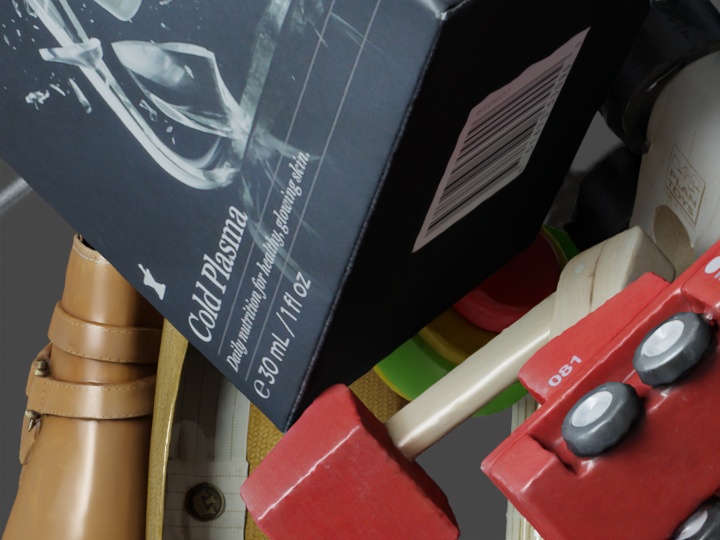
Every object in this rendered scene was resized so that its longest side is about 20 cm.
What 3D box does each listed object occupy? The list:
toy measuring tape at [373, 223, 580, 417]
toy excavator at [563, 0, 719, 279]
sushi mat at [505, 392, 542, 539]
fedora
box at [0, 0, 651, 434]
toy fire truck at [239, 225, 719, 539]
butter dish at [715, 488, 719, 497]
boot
[{"bbox_3d":[0.000,0.000,0.818,0.074,0.199,0.074,-161,90,-76],"label":"toy measuring tape"},{"bbox_3d":[0.175,-0.061,0.759,0.100,0.199,0.195,55,157,32],"label":"toy excavator"},{"bbox_3d":[0.088,0.083,0.850,0.095,0.012,0.201,-4,79,41],"label":"sushi mat"},{"bbox_3d":[-0.024,0.075,0.877,0.081,0.201,0.202,3,81,4],"label":"fedora"},{"bbox_3d":[-0.030,-0.098,0.717,0.197,0.124,0.200,44,147,16],"label":"box"},{"bbox_3d":[0.067,0.025,0.673,0.200,0.049,0.141,-43,20,-3],"label":"toy fire truck"},{"bbox_3d":[0.095,0.165,0.607,0.199,0.147,0.201,20,99,37],"label":"butter dish"},{"bbox_3d":[-0.097,0.069,0.901,0.200,0.073,0.156,-106,27,-72],"label":"boot"}]
